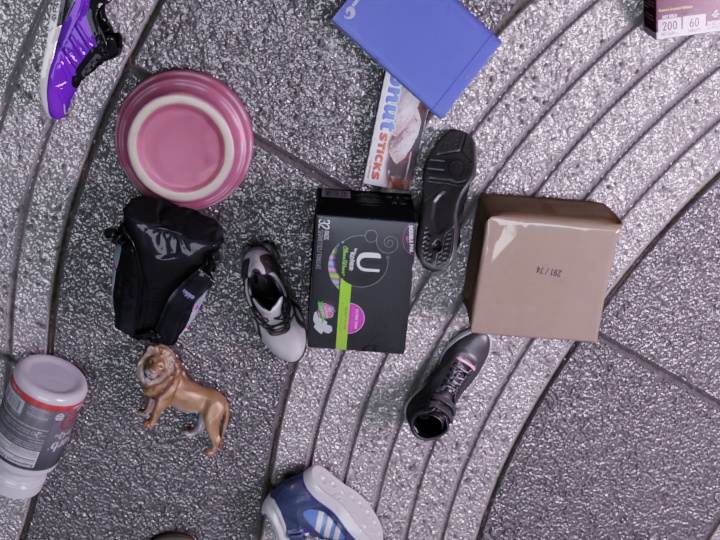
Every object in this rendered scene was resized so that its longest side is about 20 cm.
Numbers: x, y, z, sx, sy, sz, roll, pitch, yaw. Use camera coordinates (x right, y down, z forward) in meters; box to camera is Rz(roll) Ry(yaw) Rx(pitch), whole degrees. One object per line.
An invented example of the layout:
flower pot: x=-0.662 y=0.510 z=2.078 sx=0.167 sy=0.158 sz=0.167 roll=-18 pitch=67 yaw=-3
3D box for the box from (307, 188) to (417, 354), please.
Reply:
box: x=0.000 y=0.000 z=1.476 sx=0.145 sy=0.125 sz=0.204 roll=3 pitch=112 yaw=-2

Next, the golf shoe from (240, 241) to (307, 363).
golf shoe: x=-0.133 y=0.063 z=1.516 sx=0.076 sy=0.095 sz=0.203 roll=-18 pitch=114 yaw=5

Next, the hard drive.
hard drive: x=0.076 y=-0.322 z=1.375 sx=0.199 sy=0.025 sz=0.133 roll=39 pitch=96 yaw=-11

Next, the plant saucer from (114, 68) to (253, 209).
plant saucer: x=-0.249 y=-0.178 z=1.436 sx=0.196 sy=0.051 sz=0.205 roll=-1 pitch=112 yaw=-1

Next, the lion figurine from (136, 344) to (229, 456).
lion figurine: x=-0.269 y=0.199 z=1.591 sx=0.198 sy=0.072 sz=0.124 roll=28 pitch=97 yaw=-27

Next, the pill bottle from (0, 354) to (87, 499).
pill bottle: x=-0.503 y=0.241 z=1.570 sx=0.114 sy=0.116 sz=0.202 roll=23 pitch=111 yaw=-11

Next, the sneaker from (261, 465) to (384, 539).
sneaker: x=-0.070 y=0.417 z=1.680 sx=0.145 sy=0.081 sz=0.200 roll=-35 pitch=113 yaw=21

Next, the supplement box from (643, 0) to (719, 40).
supplement box: x=0.431 y=-0.416 z=1.345 sx=0.106 sy=0.061 sz=0.204 roll=-7 pitch=112 yaw=2

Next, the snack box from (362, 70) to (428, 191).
snack box: x=0.056 y=-0.215 z=1.440 sx=0.070 sy=0.024 sz=0.204 roll=10 pitch=112 yaw=-5

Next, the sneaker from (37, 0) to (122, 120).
sneaker: x=-0.372 y=-0.292 z=1.374 sx=0.097 sy=0.070 sz=0.204 roll=12 pitch=113 yaw=-9

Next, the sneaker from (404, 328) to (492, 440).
sneaker: x=0.140 y=0.182 z=1.569 sx=0.070 sy=0.100 sz=0.201 roll=34 pitch=107 yaw=-13

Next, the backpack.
backpack: x=-0.279 y=0.006 z=1.462 sx=0.164 sy=0.127 sz=0.203 roll=21 pitch=123 yaw=1

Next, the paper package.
paper package: x=0.260 y=-0.004 z=1.492 sx=0.195 sy=0.104 sz=0.195 roll=5 pitch=113 yaw=-4

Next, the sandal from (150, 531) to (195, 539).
sandal: x=-0.363 y=0.496 z=1.713 sx=0.196 sy=0.055 sz=0.083 roll=-13 pitch=113 yaw=4

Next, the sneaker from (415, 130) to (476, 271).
sneaker: x=0.118 y=-0.097 z=1.472 sx=0.075 sy=0.114 sz=0.204 roll=9 pitch=85 yaw=0
